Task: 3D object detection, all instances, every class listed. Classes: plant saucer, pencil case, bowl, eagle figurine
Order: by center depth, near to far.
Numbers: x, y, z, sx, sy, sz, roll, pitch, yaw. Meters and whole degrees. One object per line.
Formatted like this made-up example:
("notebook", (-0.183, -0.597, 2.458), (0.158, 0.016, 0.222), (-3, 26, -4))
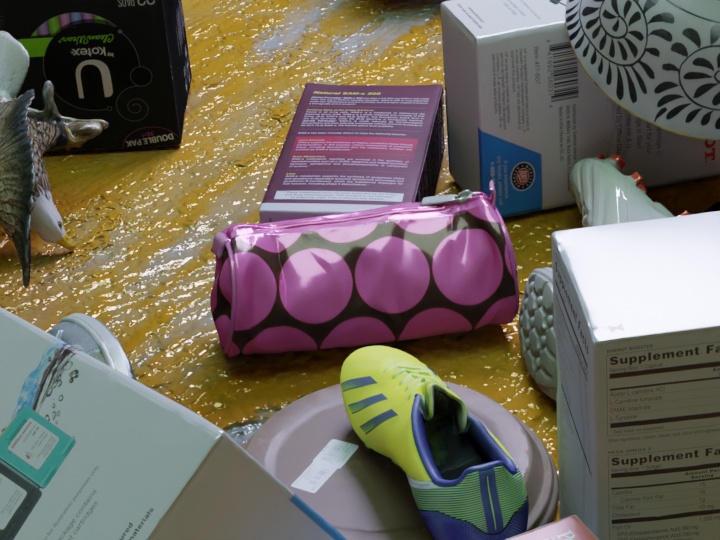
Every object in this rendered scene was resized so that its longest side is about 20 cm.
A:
("plant saucer", (0.015, 0.120, 1.142), (0.200, 0.030, 0.200), (-4, 32, 2))
("pencil case", (0.000, 0.000, 1.280), (0.200, 0.094, 0.091), (-9, 26, -6))
("bowl", (0.244, -0.192, 1.319), (0.200, 0.094, 0.201), (2, 56, -3))
("eagle figurine", (-0.259, -0.063, 1.393), (0.151, 0.152, 0.200), (25, 32, 8))

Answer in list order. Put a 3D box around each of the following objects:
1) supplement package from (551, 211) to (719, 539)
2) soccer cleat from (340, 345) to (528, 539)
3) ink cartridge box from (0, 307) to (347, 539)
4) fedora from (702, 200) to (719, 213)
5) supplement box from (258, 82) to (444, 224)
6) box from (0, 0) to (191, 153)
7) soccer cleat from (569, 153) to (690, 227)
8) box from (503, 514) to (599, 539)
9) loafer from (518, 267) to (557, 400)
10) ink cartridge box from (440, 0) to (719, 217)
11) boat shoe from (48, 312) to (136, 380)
("supplement package", (0.163, 0.085, 1.012), (0.109, 0.200, 0.114), (-7, 31, -3))
("soccer cleat", (0.040, 0.084, 1.088), (0.065, 0.084, 0.200), (-14, 32, -14))
("ink cartridge box", (-0.138, 0.133, 0.980), (0.200, 0.147, 0.146), (24, 74, 40))
("fedora", (0.310, -0.038, 1.300), (0.200, 0.092, 0.201), (-3, 31, 2))
("supplement box", (-0.002, -0.067, 1.423), (0.109, 0.061, 0.200), (2, 32, 9))
("box", (-0.245, -0.185, 1.566), (0.200, 0.149, 0.124), (-4, 32, 2))
("soccer cleat", (0.175, -0.022, 1.321), (0.078, 0.069, 0.200), (-41, 27, 1))
("box", (0.052, 0.221, 0.892), (0.200, 0.106, 0.152), (-18, 33, -20))
("loafer", (0.152, 0.057, 1.199), (0.070, 0.070, 0.200), (5, 26, -20))
("ink cartridge box", (0.168, -0.133, 1.428), (0.200, 0.146, 0.084), (-11, 30, -13))
("boat shoe", (-0.161, 0.096, 1.166), (0.065, 0.075, 0.202), (-13, 40, -17))
